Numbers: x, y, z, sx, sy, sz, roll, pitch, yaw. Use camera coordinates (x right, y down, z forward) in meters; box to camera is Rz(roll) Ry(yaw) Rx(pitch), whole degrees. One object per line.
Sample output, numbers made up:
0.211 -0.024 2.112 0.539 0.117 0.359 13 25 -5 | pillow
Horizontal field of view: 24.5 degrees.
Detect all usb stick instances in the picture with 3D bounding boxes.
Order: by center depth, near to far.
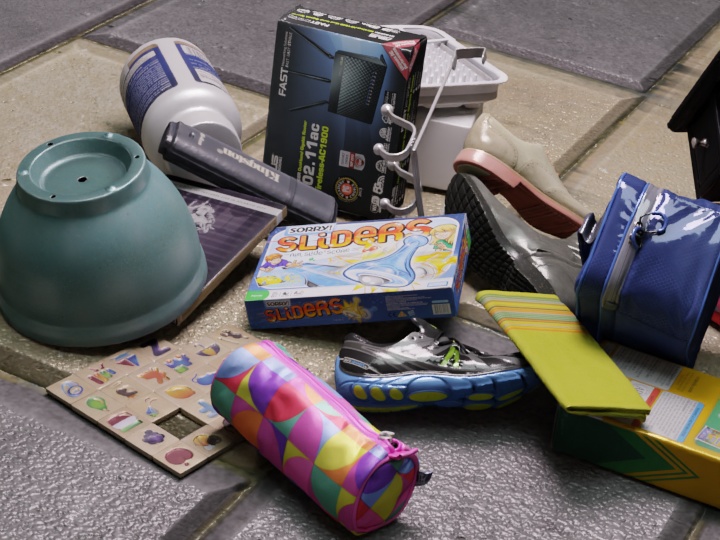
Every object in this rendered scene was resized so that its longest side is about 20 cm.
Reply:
-0.114 -0.095 1.718 0.199 0.033 0.056 26 41 -14 | usb stick

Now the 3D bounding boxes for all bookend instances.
0.388 -0.097 1.660 0.092 0.200 0.200 -2 74 -7 | bookend

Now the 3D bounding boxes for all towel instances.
0.174 0.073 1.458 0.086 0.018 0.200 4 27 -22 | towel

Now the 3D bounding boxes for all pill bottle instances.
-0.193 -0.169 1.824 0.110 0.111 0.200 -4 31 -18 | pill bottle

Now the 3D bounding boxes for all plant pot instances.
-0.248 -0.043 1.535 0.199 0.135 0.201 -3 37 2 | plant pot

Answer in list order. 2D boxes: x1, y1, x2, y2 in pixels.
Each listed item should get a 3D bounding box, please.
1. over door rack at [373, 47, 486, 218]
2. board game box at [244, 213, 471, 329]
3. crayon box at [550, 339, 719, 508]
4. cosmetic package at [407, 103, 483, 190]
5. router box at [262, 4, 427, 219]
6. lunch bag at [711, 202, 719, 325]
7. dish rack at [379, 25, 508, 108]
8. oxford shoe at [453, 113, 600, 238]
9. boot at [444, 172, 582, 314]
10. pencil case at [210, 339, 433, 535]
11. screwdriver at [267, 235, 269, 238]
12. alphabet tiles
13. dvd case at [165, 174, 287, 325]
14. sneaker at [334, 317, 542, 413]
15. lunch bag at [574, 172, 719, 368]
0.070 -0.120 1.720 0.066 0.148 0.200 14 44 25 | over door rack
0.000 0.000 1.589 0.199 0.035 0.136 -4 31 13 | board game box
0.281 0.138 1.446 0.199 0.052 0.126 18 32 21 | crayon box
0.032 -0.160 1.884 0.199 0.085 0.108 10 26 7 | cosmetic package
-0.020 -0.166 1.761 0.149 0.201 0.062 15 26 15 | router box
0.405 -0.020 1.717 0.199 0.082 0.176 -15 35 -32 | lunch bag
0.053 -0.227 1.880 0.171 0.044 0.200 -5 27 -27 | dish rack
0.190 -0.092 1.729 0.200 0.074 0.071 33 -22 -28 | oxford shoe
0.179 -0.022 1.675 0.130 0.068 0.200 -11 55 -34 | boot
-0.036 0.131 1.355 0.088 0.089 0.200 -21 41 -39 | pencil case
-0.035 -0.006 1.668 0.029 0.028 0.200 3 19 -43 | screwdriver
-0.147 0.103 1.465 0.167 0.008 0.200 27 35 31 | alphabet tiles
-0.185 -0.024 1.629 0.148 0.016 0.200 15 41 25 | dvd case
0.075 0.079 1.468 0.199 0.071 0.083 0 63 -9 | sneaker
0.261 0.002 1.520 0.132 0.200 0.136 20 74 16 | lunch bag
